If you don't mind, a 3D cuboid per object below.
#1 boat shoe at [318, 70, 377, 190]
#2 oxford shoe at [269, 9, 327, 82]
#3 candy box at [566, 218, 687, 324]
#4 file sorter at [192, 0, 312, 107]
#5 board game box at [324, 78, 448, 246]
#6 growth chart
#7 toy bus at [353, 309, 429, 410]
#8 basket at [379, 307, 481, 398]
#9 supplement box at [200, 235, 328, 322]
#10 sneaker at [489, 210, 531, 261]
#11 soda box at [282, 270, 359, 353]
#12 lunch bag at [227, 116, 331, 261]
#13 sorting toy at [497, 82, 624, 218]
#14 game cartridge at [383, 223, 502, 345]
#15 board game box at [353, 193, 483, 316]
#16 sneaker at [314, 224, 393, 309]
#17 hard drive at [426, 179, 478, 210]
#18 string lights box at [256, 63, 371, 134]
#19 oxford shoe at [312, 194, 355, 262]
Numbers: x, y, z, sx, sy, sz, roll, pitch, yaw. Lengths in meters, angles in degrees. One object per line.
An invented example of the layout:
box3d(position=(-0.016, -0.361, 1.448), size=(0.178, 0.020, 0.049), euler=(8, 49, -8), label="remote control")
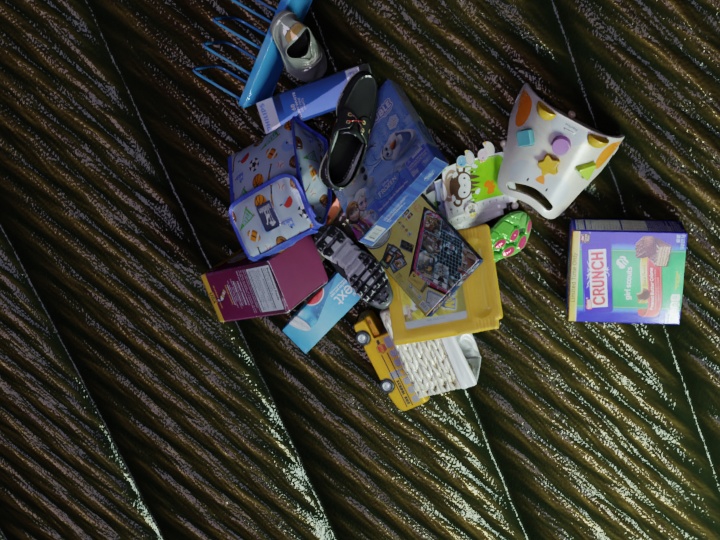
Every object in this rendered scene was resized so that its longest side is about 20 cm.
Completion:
box3d(position=(-0.012, -0.232, 1.419), size=(0.072, 0.063, 0.206), euler=(18, 94, -20), label="boat shoe")
box3d(position=(-0.096, -0.368, 1.451), size=(0.058, 0.200, 0.075), euler=(42, 89, 19), label="oxford shoe")
box3d(position=(0.470, 0.001, 1.520), size=(0.195, 0.077, 0.174), euler=(2, 109, 12), label="candy box")
box3d(position=(-0.190, -0.411, 1.484), size=(0.121, 0.139, 0.203), euler=(29, 111, 3), label="file sorter")
box3d(position=(0.033, -0.185, 1.455), size=(0.200, 0.043, 0.201), euler=(-46, 51, 25), label="board game box")
box3d(position=(0.195, -0.137, 1.519), size=(0.197, 0.018, 0.147), euler=(-27, 109, -12), label="growth chart")
box3d(position=(0.060, 0.170, 1.661), size=(0.077, 0.065, 0.203), euler=(-23, 102, 17), label="toy bus")
box3d(position=(0.132, 0.121, 1.594), size=(0.121, 0.136, 0.204), euler=(-22, 101, 19), label="basket")
box3d(position=(-0.180, 0.015, 1.586), size=(0.197, 0.130, 0.105), euler=(-10, 108, 40), label="supplement box")
box3d(position=(0.226, -0.041, 1.554), size=(0.199, 0.084, 0.077), euler=(-41, 117, 2), label="sneaker")
box3d(position=(-0.061, 0.064, 1.651), size=(0.068, 0.064, 0.200), euler=(43, 110, -5), label="soda box")
box3d(position=(-0.141, -0.135, 1.482), size=(0.168, 0.123, 0.205), euler=(-24, 60, 31), label="lunch bag")
box3d(position=(0.328, -0.190, 1.478), size=(0.197, 0.107, 0.183), euler=(27, 118, 1), label="sorting toy")
box3d(position=(0.140, 0.026, 1.477), size=(0.195, 0.032, 0.181), euler=(-12, 81, 21), label="game cartridge")
box3d(position=(0.098, -0.042, 1.462), size=(0.136, 0.034, 0.201), euler=(-46, 72, 15), label="board game box")
box3d(position=(0.000, 0.000, 1.527), size=(0.067, 0.090, 0.200), euler=(-45, 60, 1), label="sneaker")
box3d(position=(0.099, -0.104, 1.543), size=(0.196, 0.038, 0.142), euler=(22, 111, -21), label="hard drive")
box3d(position=(-0.076, -0.306, 1.512), size=(0.196, 0.103, 0.060), euler=(-17, 102, 16), label="string lights box")
box3d(position=(-0.049, -0.061, 1.607), size=(0.072, 0.072, 0.202), euler=(26, 114, -8), label="oxford shoe")
